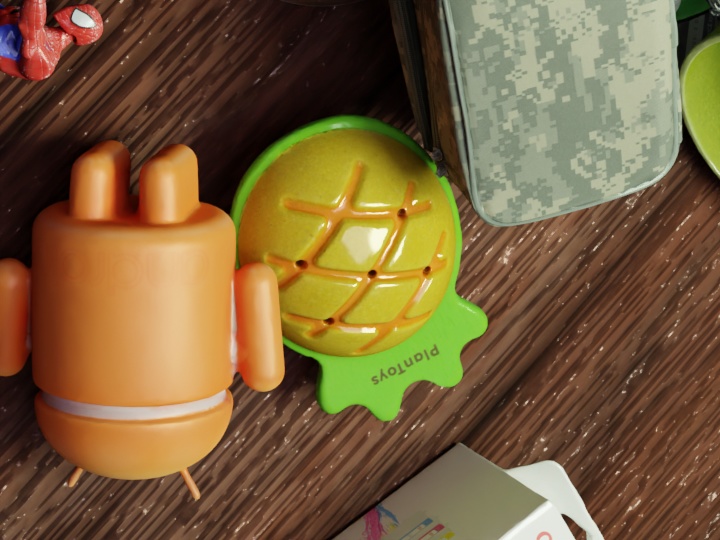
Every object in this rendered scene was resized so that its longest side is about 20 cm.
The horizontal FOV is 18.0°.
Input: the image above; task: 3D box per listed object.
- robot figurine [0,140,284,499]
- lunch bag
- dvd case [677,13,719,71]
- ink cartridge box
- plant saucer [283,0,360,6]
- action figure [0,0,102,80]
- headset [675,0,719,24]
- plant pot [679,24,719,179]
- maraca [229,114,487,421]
[{"bbox_3d":[-0.129,0.030,1.271,0.144,0.117,0.200,-7,105,-31],"label":"robot figurine"},{"bbox_3d":[0.086,-0.144,1.270,0.139,0.168,0.200,-16,123,-8],"label":"lunch bag"},{"bbox_3d":[0.290,-0.191,1.469,0.200,0.016,0.149,0,104,-25],"label":"dvd case"},{"bbox_3d":[0.060,0.213,1.400,0.200,0.125,0.129,-36,116,-13],"label":"ink cartridge box"},{"bbox_3d":[-0.011,-0.249,1.300,0.200,0.037,0.201,-7,106,-23],"label":"plant saucer"},{"bbox_3d":[-0.231,-0.141,1.201,0.200,0.065,0.099,-8,123,-24],"label":"action figure"},{"bbox_3d":[0.189,-0.166,1.324,0.123,0.200,0.094,-14,80,-6],"label":"headset"},{"bbox_3d":[0.330,-0.139,1.407,0.200,0.187,0.187,-48,118,-23],"label":"plant pot"},{"bbox_3d":[0.000,0.000,1.329,0.137,0.107,0.200,-27,119,-2],"label":"maraca"}]
